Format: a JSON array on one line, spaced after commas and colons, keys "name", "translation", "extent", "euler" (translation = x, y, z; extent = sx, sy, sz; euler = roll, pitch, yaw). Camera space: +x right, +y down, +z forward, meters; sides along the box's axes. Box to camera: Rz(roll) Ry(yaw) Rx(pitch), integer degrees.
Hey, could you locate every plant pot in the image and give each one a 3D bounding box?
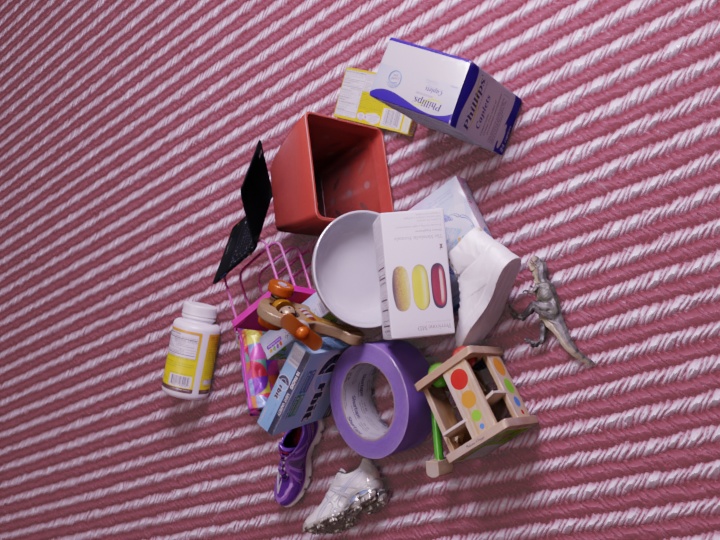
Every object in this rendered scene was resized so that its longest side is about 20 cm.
[{"name": "plant pot", "translation": [-0.069, -0.160, 1.463], "extent": [0.174, 0.196, 0.206], "euler": [-22, 70, 46]}]

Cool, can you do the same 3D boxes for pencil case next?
[{"name": "pencil case", "translation": [-0.216, 0.200, 1.587], "extent": [0.087, 0.087, 0.205], "euler": [-25, 71, 32]}]

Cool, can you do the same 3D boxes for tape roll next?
[{"name": "tape roll", "translation": [0.039, 0.228, 1.365], "extent": [0.197, 0.084, 0.207], "euler": [4, 95, 46]}]

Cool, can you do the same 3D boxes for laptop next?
[{"name": "laptop", "translation": [-0.232, -0.109, 1.431], "extent": [0.198, 0.103, 0.179], "euler": [-36, 27, 30]}]

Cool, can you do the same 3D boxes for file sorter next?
[{"name": "file sorter", "translation": [-0.152, 0.031, 1.488], "extent": [0.138, 0.198, 0.128], "euler": [-36, 62, 27]}]

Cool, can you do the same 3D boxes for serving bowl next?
[{"name": "serving bowl", "translation": [0.000, 0.000, 1.347], "extent": [0.066, 0.194, 0.207], "euler": [163, 109, -69]}]

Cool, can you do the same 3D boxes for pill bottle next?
[{"name": "pill bottle", "translation": [-0.375, 0.177, 1.694], "extent": [0.107, 0.108, 0.206], "euler": [12, 91, 37]}]

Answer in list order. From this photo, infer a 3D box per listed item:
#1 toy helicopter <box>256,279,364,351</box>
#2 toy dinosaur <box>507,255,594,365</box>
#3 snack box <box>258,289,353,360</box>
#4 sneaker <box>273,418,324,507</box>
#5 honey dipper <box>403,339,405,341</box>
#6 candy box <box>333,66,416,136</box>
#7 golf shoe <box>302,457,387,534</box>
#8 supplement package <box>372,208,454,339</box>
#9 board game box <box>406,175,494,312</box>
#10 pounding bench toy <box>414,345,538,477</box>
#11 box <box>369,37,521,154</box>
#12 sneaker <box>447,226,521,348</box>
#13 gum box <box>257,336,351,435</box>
[{"name": "toy helicopter", "translation": [-0.084, 0.092, 1.308], "extent": [0.133, 0.195, 0.081], "euler": [-114, 44, -73]}, {"name": "toy dinosaur", "translation": [0.297, 0.076, 1.236], "extent": [0.087, 0.047, 0.204], "euler": [-30, 70, 23]}, {"name": "snack box", "translation": [-0.080, 0.101, 1.458], "extent": [0.199, 0.141, 0.054], "euler": [-37, 66, 26]}, {"name": "sneaker", "translation": [-0.141, 0.370, 1.508], "extent": [0.079, 0.082, 0.206], "euler": [19, 97, 37]}, {"name": "honey dipper", "translation": [0.080, 0.133, 1.403], "extent": [0.037, 0.038, 0.206], "euler": [-17, 78, 34]}, {"name": "candy box", "translation": [0.035, -0.335, 1.497], "extent": [0.197, 0.026, 0.105], "euler": [22, 95, 37]}, {"name": "golf shoe", "translation": [-0.034, 0.432, 1.439], "extent": [0.198, 0.078, 0.099], "euler": [-35, 48, 23]}, {"name": "supplement package", "translation": [0.088, 0.010, 1.274], "extent": [0.110, 0.110, 0.206], "euler": [-5, 85, -6]}, {"name": "board game box", "translation": [0.144, -0.028, 1.363], "extent": [0.198, 0.043, 0.203], "euler": [-34, 68, 29]}, {"name": "pounding bench toy", "translation": [0.162, 0.233, 1.267], "extent": [0.199, 0.123, 0.159], "euler": [-39, 63, 27]}, {"name": "box", "translation": [0.148, -0.296, 1.297], "extent": [0.182, 0.198, 0.107], "euler": [28, 100, 36]}, {"name": "sneaker", "translation": [0.185, 0.027, 1.267], "extent": [0.116, 0.072, 0.204], "euler": [45, 129, 34]}, {"name": "gum box", "translation": [-0.088, 0.207, 1.409], "extent": [0.044, 0.198, 0.173], "euler": [33, 106, 25]}]
